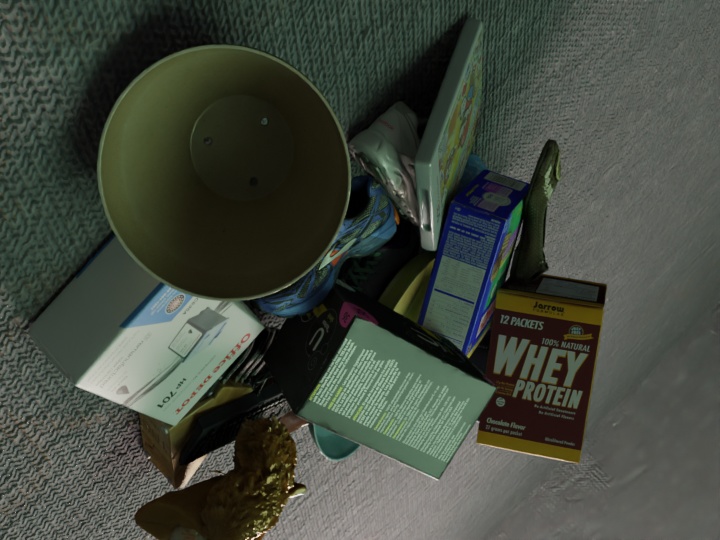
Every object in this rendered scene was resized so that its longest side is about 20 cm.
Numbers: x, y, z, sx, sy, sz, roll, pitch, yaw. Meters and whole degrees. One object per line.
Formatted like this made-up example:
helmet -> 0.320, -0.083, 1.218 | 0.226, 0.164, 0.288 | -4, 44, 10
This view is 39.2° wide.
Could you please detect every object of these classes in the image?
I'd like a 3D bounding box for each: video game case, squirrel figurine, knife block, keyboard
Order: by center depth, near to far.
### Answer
video game case -> 0.104, -0.151, 1.157 | 0.183, 0.023, 0.202 | 78, 29, -61
squirrel figurine -> -0.127, 0.260, 1.162 | 0.200, 0.142, 0.186 | -47, 170, 36
knife block -> -0.170, 0.141, 1.176 | 0.175, 0.064, 0.201 | -34, 151, -30
keyboard -> -0.122, 0.157, 1.182 | 0.199, 0.021, 0.128 | -21, 145, -54

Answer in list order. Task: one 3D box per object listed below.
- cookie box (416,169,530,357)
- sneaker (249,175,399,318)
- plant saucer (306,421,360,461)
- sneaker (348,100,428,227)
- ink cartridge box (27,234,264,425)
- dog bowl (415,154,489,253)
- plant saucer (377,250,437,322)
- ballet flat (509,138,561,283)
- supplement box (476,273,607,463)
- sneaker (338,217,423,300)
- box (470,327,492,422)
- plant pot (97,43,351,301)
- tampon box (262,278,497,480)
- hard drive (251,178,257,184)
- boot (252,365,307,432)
cookie box -> 0.142, -0.005, 1.268 | 0.171, 0.075, 0.202 | -42, 149, -62
sneaker -> -0.045, -0.030, 1.065 | 0.200, 0.075, 0.079 | -44, 142, -23
plant saucer -> -0.022, 0.149, 1.341 | 0.200, 0.036, 0.202 | -31, 127, -53
sneaker -> 0.060, -0.123, 1.172 | 0.100, 0.078, 0.200 | -49, 156, -7
ink cartridge box -> -0.200, 0.055, 0.985 | 0.147, 0.086, 0.200 | -48, 154, -3
dog bowl -> 0.116, -0.061, 1.377 | 0.201, 0.050, 0.111 | -53, 155, 8
plant saucer -> 0.050, 0.054, 1.297 | 0.201, 0.031, 0.201 | -52, 164, -21
ballet flat -> 0.225, -0.068, 1.252 | 0.067, 0.046, 0.202 | -53, 156, -54
supplement box -> 0.242, 0.118, 1.327 | 0.200, 0.131, 0.200 | -25, 123, -73
sneaker -> 0.000, 0.000, 1.267 | 0.200, 0.074, 0.088 | -50, 147, -24
box -> 0.132, 0.138, 1.476 | 0.200, 0.146, 0.106 | -30, 125, -75
plant pot -> -0.106, -0.092, 0.847 | 0.201, 0.199, 0.135 | -55, -170, 14
tampon box -> 0.018, 0.113, 1.119 | 0.199, 0.150, 0.127 | 29, 97, -27
hard drive -> -0.091, -0.039, 1.086 | 0.140, 0.038, 0.200 | -47, 154, -5
boot -> -0.106, 0.147, 1.304 | 0.186, 0.064, 0.200 | -46, 150, -12
